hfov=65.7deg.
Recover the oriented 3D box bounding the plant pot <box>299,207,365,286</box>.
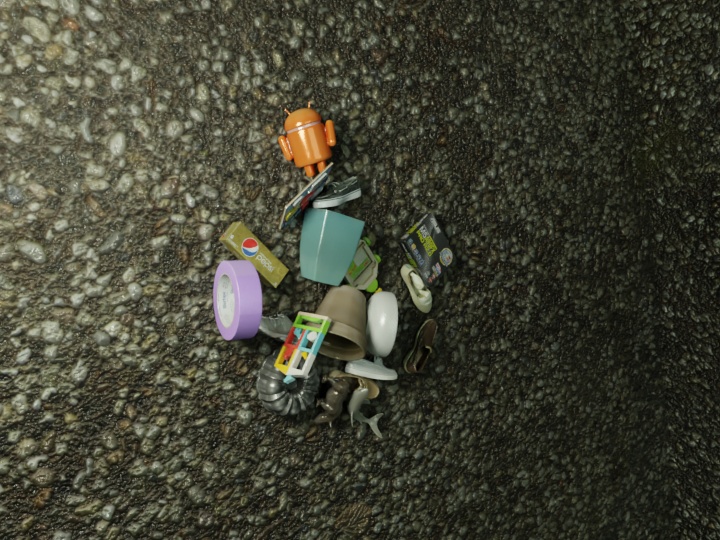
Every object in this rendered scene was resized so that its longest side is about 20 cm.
[{"bbox_3d":[-0.099,-0.066,1.647,0.139,0.140,0.205,14,90,-33],"label":"plant pot"}]

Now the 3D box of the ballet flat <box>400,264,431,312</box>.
[{"bbox_3d":[0.201,0.067,1.898,0.070,0.069,0.202,-45,115,-24],"label":"ballet flat"}]

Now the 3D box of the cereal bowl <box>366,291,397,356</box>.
[{"bbox_3d":[0.047,0.163,1.727,0.081,0.200,0.206,7,88,-14],"label":"cereal bowl"}]

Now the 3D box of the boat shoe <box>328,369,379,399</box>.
[{"bbox_3d":[-0.011,0.369,1.764,0.197,0.064,0.073,23,79,-33],"label":"boat shoe"}]

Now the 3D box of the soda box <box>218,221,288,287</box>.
[{"bbox_3d":[-0.295,-0.042,1.554,0.200,0.063,0.068,48,67,-27],"label":"soda box"}]

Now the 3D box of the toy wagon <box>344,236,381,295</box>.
[{"bbox_3d":[0.000,0.000,1.772,0.155,0.039,0.202,-45,117,-25],"label":"toy wagon"}]

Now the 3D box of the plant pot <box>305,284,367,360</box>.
[{"bbox_3d":[-0.059,0.148,1.667,0.199,0.198,0.177,35,56,-30],"label":"plant pot"}]

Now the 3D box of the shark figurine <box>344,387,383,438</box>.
[{"bbox_3d":[-0.007,0.458,1.753,0.091,0.125,0.217,-87,161,-45],"label":"shark figurine"}]

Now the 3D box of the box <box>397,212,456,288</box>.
[{"bbox_3d":[0.232,-0.069,1.926,0.160,0.044,0.202,-42,114,-25],"label":"box"}]

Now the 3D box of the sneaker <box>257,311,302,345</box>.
[{"bbox_3d":[-0.248,0.153,1.598,0.198,0.074,0.084,30,69,-43],"label":"sneaker"}]

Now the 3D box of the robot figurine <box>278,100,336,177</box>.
[{"bbox_3d":[-0.150,-0.376,1.609,0.116,0.142,0.205,-31,109,-46],"label":"robot figurine"}]

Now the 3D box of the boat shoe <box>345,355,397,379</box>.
[{"bbox_3d":[0.039,0.309,1.801,0.196,0.072,0.070,14,84,-25],"label":"boat shoe"}]

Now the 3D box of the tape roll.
[{"bbox_3d":[-0.323,0.077,1.457,0.064,0.198,0.206,-2,93,-32],"label":"tape roll"}]

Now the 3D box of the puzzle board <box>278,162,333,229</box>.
[{"bbox_3d":[-0.155,-0.210,1.597,0.017,0.151,0.200,41,67,0],"label":"puzzle board"}]

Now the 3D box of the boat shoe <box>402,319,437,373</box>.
[{"bbox_3d":[0.222,0.264,1.913,0.074,0.074,0.205,37,72,-29],"label":"boat shoe"}]

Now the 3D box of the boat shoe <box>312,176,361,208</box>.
[{"bbox_3d":[-0.076,-0.239,1.687,0.199,0.071,0.073,-29,116,-46],"label":"boat shoe"}]

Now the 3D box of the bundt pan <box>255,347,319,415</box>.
[{"bbox_3d":[-0.201,0.328,1.627,0.198,0.075,0.208,-1,92,-34],"label":"bundt pan"}]

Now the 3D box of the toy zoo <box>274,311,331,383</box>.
[{"bbox_3d":[-0.166,0.215,1.540,0.020,0.129,0.203,40,66,-39],"label":"toy zoo"}]

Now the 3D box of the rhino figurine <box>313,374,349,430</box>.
[{"bbox_3d":[-0.093,0.403,1.685,0.085,0.060,0.204,14,110,-10],"label":"rhino figurine"}]
